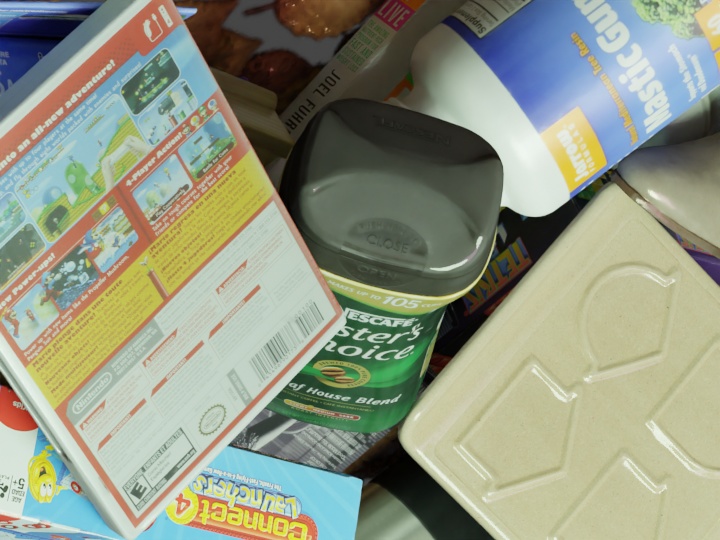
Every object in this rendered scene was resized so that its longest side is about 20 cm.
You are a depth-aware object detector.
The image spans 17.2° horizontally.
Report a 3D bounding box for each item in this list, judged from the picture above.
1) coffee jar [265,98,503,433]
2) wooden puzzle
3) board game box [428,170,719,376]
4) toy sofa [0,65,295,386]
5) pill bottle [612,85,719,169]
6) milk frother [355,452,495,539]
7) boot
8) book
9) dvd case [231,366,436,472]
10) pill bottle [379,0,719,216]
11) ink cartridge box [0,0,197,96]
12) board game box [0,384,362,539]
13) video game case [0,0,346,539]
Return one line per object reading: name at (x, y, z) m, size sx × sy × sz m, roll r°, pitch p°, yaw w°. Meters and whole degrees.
coffee jar at (0.000, 0.000, 1.137) m, size 0.200 × 0.104 × 0.085 m, roll 113°, pitch -9°, yaw -60°
wooden puzzle at (0.135, 0.082, 1.276) m, size 0.200 × 0.046 × 0.185 m, roll 46°, pitch 76°, yaw -17°
board game box at (0.123, 0.018, 1.393) m, size 0.200 × 0.057 × 0.165 m, roll 11°, pitch 137°, yaw -47°
toy sofa at (-0.117, -0.011, 1.181) m, size 0.083 × 0.098 × 0.200 m, roll 20°, pitch 109°, yaw -24°
pill bottle at (0.217, -0.136, 1.350) m, size 0.200 × 0.114 × 0.114 m, roll -29°, pitch 138°, yaw -24°
milk frother at (0.046, 0.185, 1.382) m, size 0.188 × 0.181 × 0.200 m, roll -36°, pitch 163°, yaw -16°
boot at (0.230, -0.074, 1.270) m, size 0.146 × 0.070 × 0.200 m, roll -46°, pitch 152°, yaw 17°
book at (0.013, -0.064, 1.281) m, size 0.200 × 0.048 × 0.134 m, roll -48°, pitch 136°, yaw 0°
dvd case at (-0.070, 0.088, 1.299) m, size 0.200 × 0.016 × 0.149 m, roll -41°, pitch 133°, yaw 8°
pill bottle at (0.097, -0.098, 1.207) m, size 0.200 × 0.112 × 0.112 m, roll -38°, pitch 141°, yaw -3°
ink cartridge box at (-0.168, -0.063, 1.012) m, size 0.119 × 0.042 × 0.200 m, roll -2°, pitch 163°, yaw -42°
board game box at (-0.136, 0.112, 1.127) m, size 0.196 × 0.200 × 0.056 m, roll 18°, pitch 72°, yaw -31°
video game case at (-0.093, -0.002, 0.985) m, size 0.143 × 0.017 × 0.200 m, roll -45°, pitch 131°, yaw -21°
